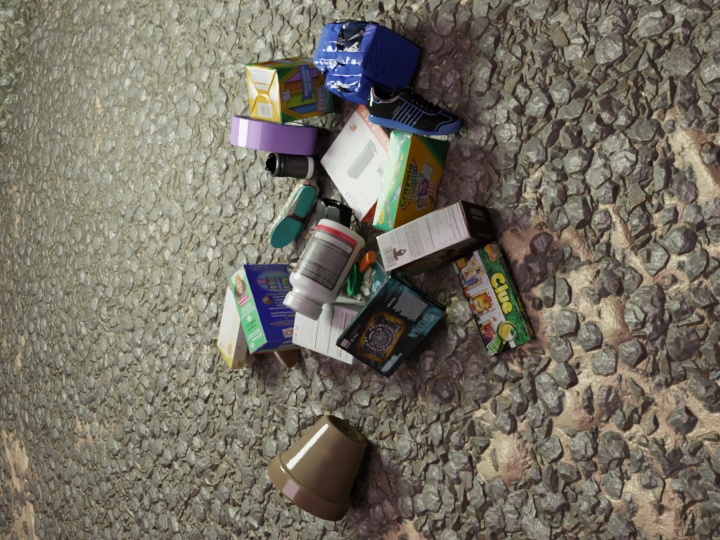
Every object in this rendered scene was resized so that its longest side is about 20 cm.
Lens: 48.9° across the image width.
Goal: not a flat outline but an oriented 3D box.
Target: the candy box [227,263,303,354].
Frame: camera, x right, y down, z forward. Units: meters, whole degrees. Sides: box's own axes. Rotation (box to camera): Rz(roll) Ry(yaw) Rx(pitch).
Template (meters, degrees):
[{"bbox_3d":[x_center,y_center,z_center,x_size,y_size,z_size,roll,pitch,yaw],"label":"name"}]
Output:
[{"bbox_3d":[-0.201,0.088,1.866,0.077,0.169,0.200,-40,62,40],"label":"candy box"}]

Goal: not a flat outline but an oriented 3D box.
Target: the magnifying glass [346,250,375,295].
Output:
[{"bbox_3d":[0.000,0.000,1.711,0.200,0.022,0.080,126,146,-69],"label":"magnifying glass"}]

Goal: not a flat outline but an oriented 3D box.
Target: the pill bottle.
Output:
[{"bbox_3d":[-0.081,0.001,1.674,0.111,0.111,0.200,20,78,43],"label":"pill bottle"}]

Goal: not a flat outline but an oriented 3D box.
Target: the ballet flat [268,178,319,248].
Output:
[{"bbox_3d":[-0.159,-0.141,1.918,0.200,0.076,0.064,-53,24,24],"label":"ballet flat"}]

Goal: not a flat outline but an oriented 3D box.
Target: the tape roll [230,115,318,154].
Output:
[{"bbox_3d":[-0.202,-0.319,1.857,0.200,0.200,0.066,19,107,43],"label":"tape roll"}]

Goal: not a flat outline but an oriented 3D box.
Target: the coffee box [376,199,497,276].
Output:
[{"bbox_3d":[0.150,-0.060,1.554,0.200,0.114,0.080,-23,74,32],"label":"coffee box"}]

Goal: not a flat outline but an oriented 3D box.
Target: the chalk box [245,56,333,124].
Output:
[{"bbox_3d":[-0.143,-0.418,1.807,0.125,0.200,0.124,20,122,44],"label":"chalk box"}]

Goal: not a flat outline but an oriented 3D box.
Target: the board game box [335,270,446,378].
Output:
[{"bbox_3d":[0.059,0.112,1.586,0.135,0.028,0.200,34,116,-8],"label":"board game box"}]

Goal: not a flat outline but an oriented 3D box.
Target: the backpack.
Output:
[{"bbox_3d":[-0.008,-0.447,1.691,0.200,0.162,0.168,26,92,45],"label":"backpack"}]

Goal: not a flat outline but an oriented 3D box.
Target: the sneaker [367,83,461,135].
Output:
[{"bbox_3d":[0.108,-0.326,1.598,0.200,0.070,0.078,11,128,15],"label":"sneaker"}]

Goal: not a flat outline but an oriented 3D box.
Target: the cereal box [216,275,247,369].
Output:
[{"bbox_3d":[-0.312,0.128,1.992,0.144,0.039,0.200,43,123,58],"label":"cereal box"}]

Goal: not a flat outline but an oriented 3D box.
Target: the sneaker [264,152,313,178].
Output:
[{"bbox_3d":[-0.186,-0.256,1.879,0.200,0.099,0.071,-153,70,-66],"label":"sneaker"}]

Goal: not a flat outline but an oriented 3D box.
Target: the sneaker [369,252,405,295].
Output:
[{"bbox_3d":[0.062,0.055,1.668,0.080,0.078,0.200,-14,67,11],"label":"sneaker"}]

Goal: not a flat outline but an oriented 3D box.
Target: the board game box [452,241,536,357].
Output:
[{"bbox_3d":[0.254,0.056,1.517,0.105,0.023,0.200,-30,74,37],"label":"board game box"}]

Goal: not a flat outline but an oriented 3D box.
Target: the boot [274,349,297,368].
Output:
[{"bbox_3d":[-0.232,0.170,1.974,0.146,0.070,0.200,-37,63,44],"label":"boot"}]

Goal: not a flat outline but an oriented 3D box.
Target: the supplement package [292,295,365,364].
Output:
[{"bbox_3d":[-0.038,0.126,1.744,0.200,0.117,0.117,14,98,43],"label":"supplement package"}]

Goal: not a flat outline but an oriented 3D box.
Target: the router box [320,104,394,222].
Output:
[{"bbox_3d":[0.018,-0.237,1.749,0.180,0.049,0.200,-52,56,30],"label":"router box"}]

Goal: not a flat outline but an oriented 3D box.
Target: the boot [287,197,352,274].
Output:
[{"bbox_3d":[-0.097,-0.071,1.812,0.165,0.066,0.200,20,120,31],"label":"boot"}]

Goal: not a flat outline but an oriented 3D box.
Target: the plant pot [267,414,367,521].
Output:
[{"bbox_3d":[-0.076,0.421,1.741,0.200,0.200,0.175,38,96,38],"label":"plant pot"}]

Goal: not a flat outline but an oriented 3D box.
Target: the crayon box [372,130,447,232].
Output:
[{"bbox_3d":[0.102,-0.177,1.617,0.058,0.119,0.200,20,103,43],"label":"crayon box"}]
